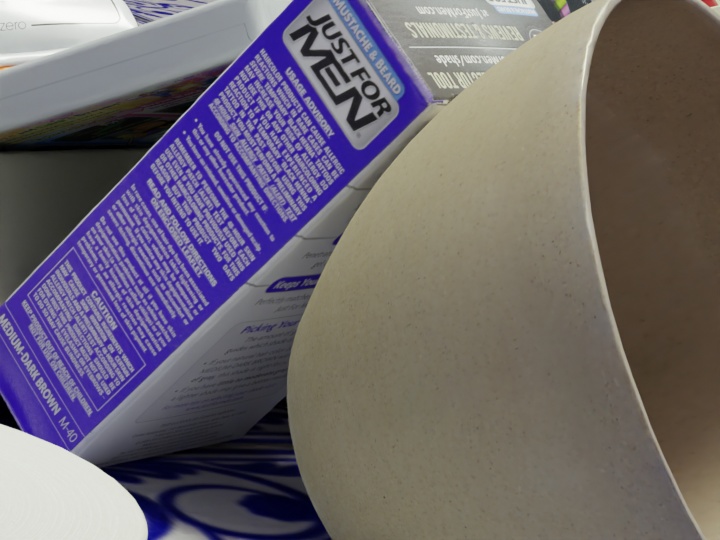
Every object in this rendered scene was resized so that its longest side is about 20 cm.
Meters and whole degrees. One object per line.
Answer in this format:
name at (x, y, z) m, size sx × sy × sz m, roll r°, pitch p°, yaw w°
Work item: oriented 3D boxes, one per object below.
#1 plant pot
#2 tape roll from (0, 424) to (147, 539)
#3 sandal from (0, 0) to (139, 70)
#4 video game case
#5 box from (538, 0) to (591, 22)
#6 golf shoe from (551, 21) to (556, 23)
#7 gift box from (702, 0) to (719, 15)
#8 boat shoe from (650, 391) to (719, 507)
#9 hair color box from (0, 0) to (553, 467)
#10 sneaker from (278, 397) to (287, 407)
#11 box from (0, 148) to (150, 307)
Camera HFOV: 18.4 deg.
plant pot at (0.059, 0.034, 0.647) m, size 0.134 × 0.200 × 0.200 m, roll -21°, pitch -6°, yaw 30°
tape roll at (-0.158, 0.071, 0.586) m, size 0.203 × 0.037 × 0.203 m, roll 10°, pitch 11°, yaw -2°
sandal at (-0.150, -0.090, 0.841) m, size 0.207 × 0.059 × 0.079 m, roll -10°, pitch -3°, yaw -23°
video game case at (-0.063, -0.066, 0.825) m, size 0.200 × 0.024 × 0.182 m, roll -12°, pitch -4°, yaw 33°
box at (0.031, -0.098, 1.141) m, size 0.106 × 0.122 × 0.200 m, roll -2°, pitch 33°, yaw 37°
golf shoe at (0.121, -0.008, 0.841) m, size 0.092 × 0.200 × 0.073 m, roll -1°, pitch -26°, yaw -26°
gift box at (0.229, -0.038, 0.967) m, size 0.200 × 0.185 × 0.187 m, roll 17°, pitch -15°, yaw -35°
boat shoe at (0.099, 0.065, 0.748) m, size 0.200 × 0.070 × 0.070 m, roll 12°, pitch 17°, yaw 10°
hair color box at (-0.026, -0.016, 0.743) m, size 0.109 × 0.200 × 0.065 m, roll -7°, pitch 60°, yaw -56°
sneaker at (0.000, 0.000, 0.879) m, size 0.076 × 0.115 × 0.200 m, roll 1°, pitch 14°, yaw -39°
box at (-0.136, -0.001, 0.818) m, size 0.068 × 0.082 × 0.200 m, roll -9°, pitch -3°, yaw 34°
